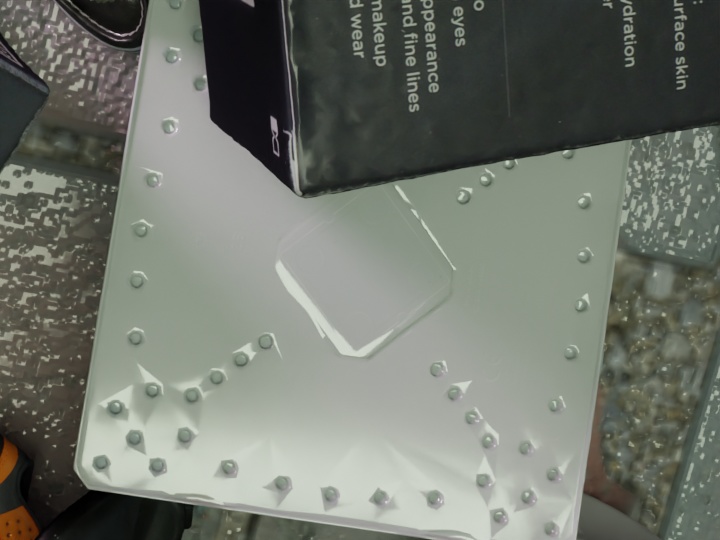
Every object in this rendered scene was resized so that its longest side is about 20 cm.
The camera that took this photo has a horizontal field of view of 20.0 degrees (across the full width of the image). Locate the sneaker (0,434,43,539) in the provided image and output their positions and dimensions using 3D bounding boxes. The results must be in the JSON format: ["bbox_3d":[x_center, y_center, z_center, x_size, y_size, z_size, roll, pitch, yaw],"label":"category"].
[{"bbox_3d":[-0.200,0.157,0.876,0.112,0.078,0.200,26,99,-28],"label":"sneaker"}]

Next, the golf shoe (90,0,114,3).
[{"bbox_3d":[-0.064,-0.188,0.807,0.088,0.077,0.200,37,64,3],"label":"golf shoe"}]

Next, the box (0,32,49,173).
[{"bbox_3d":[-0.243,-0.092,0.731,0.200,0.198,0.123,31,97,-29],"label":"box"}]

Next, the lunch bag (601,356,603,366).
[{"bbox_3d":[-0.001,0.006,0.880,0.200,0.082,0.161,-12,105,-8],"label":"lunch bag"}]

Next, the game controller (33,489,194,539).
[{"bbox_3d":[-0.126,0.155,0.856,0.104,0.042,0.200,-24,148,-44],"label":"game controller"}]

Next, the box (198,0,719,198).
[{"bbox_3d":[0.045,-0.147,0.719,0.200,0.117,0.197,-10,109,-16],"label":"box"}]

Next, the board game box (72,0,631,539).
[{"bbox_3d":[0.000,0.000,0.806,0.200,0.026,0.200,10,84,-10],"label":"board game box"}]

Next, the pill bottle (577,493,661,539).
[{"bbox_3d":[0.060,0.200,0.927,0.106,0.106,0.200,21,99,-14],"label":"pill bottle"}]

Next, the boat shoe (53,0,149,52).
[{"bbox_3d":[-0.139,-0.168,0.807,0.070,0.066,0.200,-19,108,30],"label":"boat shoe"}]
